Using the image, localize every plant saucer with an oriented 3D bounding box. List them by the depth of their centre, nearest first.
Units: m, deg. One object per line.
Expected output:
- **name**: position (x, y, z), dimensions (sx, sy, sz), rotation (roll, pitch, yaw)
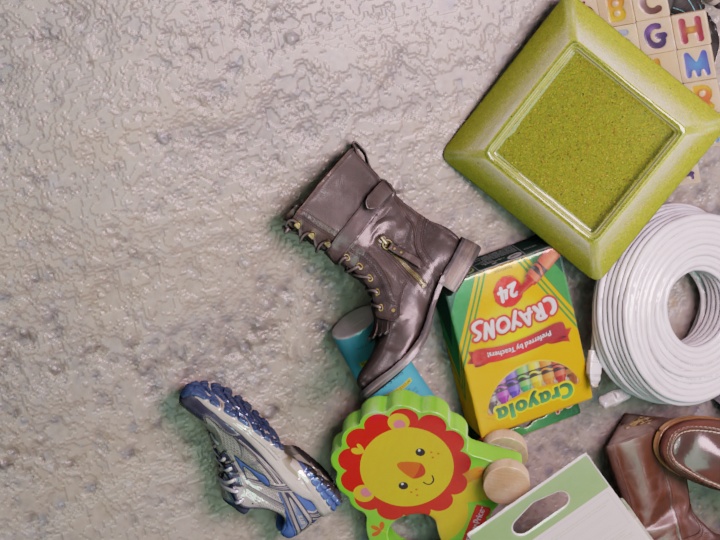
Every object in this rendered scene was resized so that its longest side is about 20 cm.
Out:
- **plant saucer**: position (0.212, -0.123, 1.644), dimensions (0.199, 0.048, 0.200), rotation (38, 100, 0)

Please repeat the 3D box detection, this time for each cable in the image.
- **cable**: position (0.319, 0.035, 1.733), dimensions (0.199, 0.069, 0.202), rotation (-7, 99, -29)

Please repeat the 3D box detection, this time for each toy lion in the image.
- **toy lion**: position (0.059, 0.213, 1.709), dimensions (0.190, 0.069, 0.201), rotation (14, 121, -5)

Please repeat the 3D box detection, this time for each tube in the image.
- **tube**: position (0.040, 0.127, 1.711), dimensions (0.077, 0.050, 0.201), rotation (-29, 114, 4)

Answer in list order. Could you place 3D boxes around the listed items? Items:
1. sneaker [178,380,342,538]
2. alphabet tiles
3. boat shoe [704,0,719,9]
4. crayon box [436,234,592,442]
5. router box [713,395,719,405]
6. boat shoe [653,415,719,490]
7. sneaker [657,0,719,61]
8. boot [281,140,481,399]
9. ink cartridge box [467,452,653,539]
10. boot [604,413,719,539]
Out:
- **sneaker**: position (-0.109, 0.189, 1.666), dimensions (0.085, 0.077, 0.200), rotation (-45, 111, 3)
- **alphabet tiles**: position (0.262, -0.172, 1.669), dimensions (0.165, 0.006, 0.201), rotation (-7, 109, 21)
- **boat shoe**: position (0.415, -0.324, 1.690), dimensions (0.063, 0.073, 0.200), rotation (40, 86, -18)
- **crayon box**: position (0.154, 0.080, 1.727), dimensions (0.126, 0.051, 0.201), rotation (-19, 109, -11)
- **router box**: position (0.494, 0.113, 1.834), dimensions (0.157, 0.052, 0.200), rotation (40, 91, -21)
- **boat shoe**: position (0.397, 0.198, 1.764), dimensions (0.199, 0.070, 0.071), rotation (15, 95, -17)
- **sneaker**: position (0.304, -0.242, 1.687), dimensions (0.079, 0.075, 0.201), rotation (-15, 115, -26)
- **boot**: position (0.000, 0.000, 1.631), dimensions (0.174, 0.069, 0.201), rotation (33, 75, 0)
- **ink cartridge box**: position (0.207, 0.276, 1.711), dimensions (0.145, 0.048, 0.200), rotation (-35, 115, 4)
- **boot**: position (0.346, 0.232, 1.819), dimensions (0.186, 0.064, 0.201), rotation (-18, 94, -35)
